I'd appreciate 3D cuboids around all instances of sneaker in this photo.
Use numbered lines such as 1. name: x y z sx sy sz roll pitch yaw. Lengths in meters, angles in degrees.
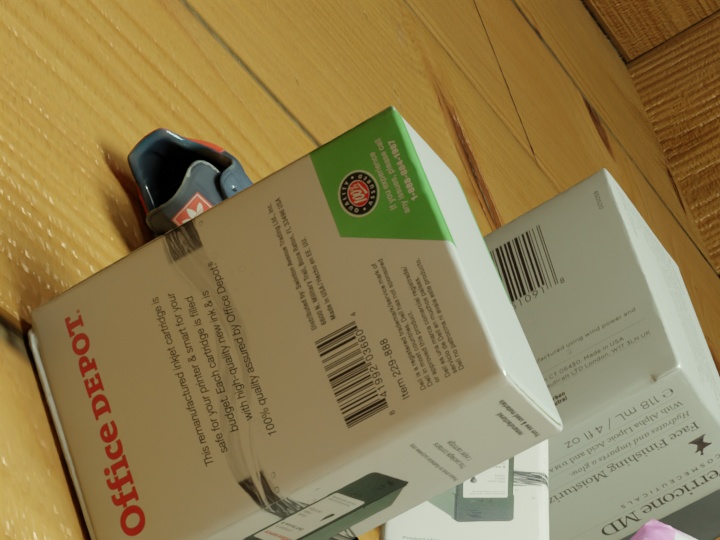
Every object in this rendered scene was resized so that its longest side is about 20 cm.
1. sneaker: -0.066 -0.008 1.153 0.200 0.075 0.085 43 -1 42

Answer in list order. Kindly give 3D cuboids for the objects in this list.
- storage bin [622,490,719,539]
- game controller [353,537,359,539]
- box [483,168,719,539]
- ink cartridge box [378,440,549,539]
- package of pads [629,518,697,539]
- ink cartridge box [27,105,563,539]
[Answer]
1. storage bin: 0.213 0.156 1.733 0.200 0.134 0.146 48 19 -43
2. game controller: -0.059 0.102 1.110 0.201 0.042 0.104 58 29 -10
3. box: 0.134 0.076 1.477 0.131 0.198 0.201 47 20 -41
4. ink cartridge box: 0.047 0.169 1.083 0.200 0.083 0.147 -81 177 -63
5. package of pads: 0.123 0.239 1.121 0.075 0.200 0.121 33 21 -11
6. ink cartridge box: -0.032 0.044 0.969 0.084 0.199 0.147 41 24 -59
